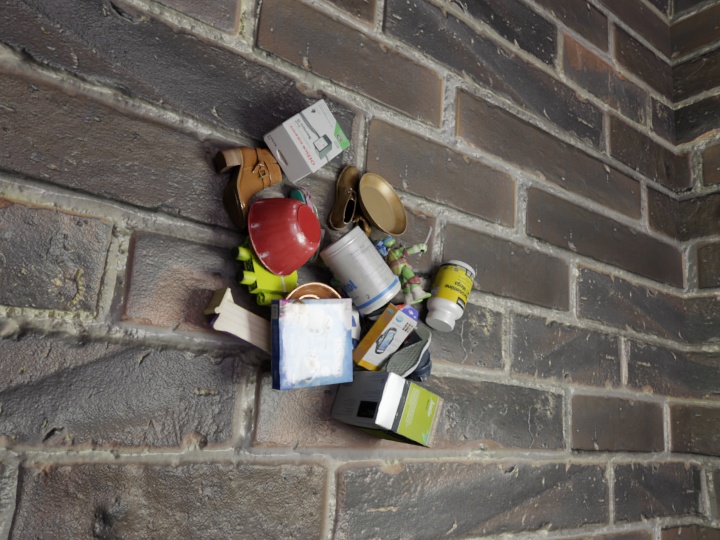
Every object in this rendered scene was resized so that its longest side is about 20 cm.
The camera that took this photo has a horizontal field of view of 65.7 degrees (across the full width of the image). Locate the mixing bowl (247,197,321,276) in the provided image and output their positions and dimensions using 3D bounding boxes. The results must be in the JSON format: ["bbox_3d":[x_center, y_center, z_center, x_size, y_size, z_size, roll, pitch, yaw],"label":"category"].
[{"bbox_3d":[-0.166,-0.095,1.340,0.200,0.108,0.201,41,40,-47],"label":"mixing bowl"}]

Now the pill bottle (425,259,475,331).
[{"bbox_3d":[0.267,0.077,1.685,0.112,0.112,0.200,35,63,-26],"label":"pill bottle"}]

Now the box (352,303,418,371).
[{"bbox_3d":[0.070,0.172,1.474,0.200,0.041,0.119,-54,144,0],"label":"box"}]

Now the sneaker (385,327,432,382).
[{"bbox_3d":[0.136,0.273,1.537,0.202,0.077,0.147,-41,140,-42],"label":"sneaker"}]

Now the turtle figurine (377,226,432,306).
[{"bbox_3d":[0.148,-0.013,1.538,0.200,0.144,0.195,-5,73,-54],"label":"turtle figurine"}]

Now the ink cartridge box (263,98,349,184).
[{"bbox_3d":[-0.136,-0.337,1.453,0.146,0.084,0.200,57,42,-15],"label":"ink cartridge box"}]

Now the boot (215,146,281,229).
[{"bbox_3d":[-0.261,-0.210,1.378,0.154,0.074,0.201,-16,97,-43],"label":"boot"}]

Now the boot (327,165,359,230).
[{"bbox_3d":[-0.030,-0.207,1.541,0.073,0.075,0.201,25,67,-28],"label":"boot"}]

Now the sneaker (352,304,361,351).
[{"bbox_3d":[-0.069,0.132,1.461,0.199,0.080,0.115,33,61,-35],"label":"sneaker"}]

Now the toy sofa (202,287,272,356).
[{"bbox_3d":[-0.265,0.126,1.308,0.200,0.083,0.098,31,69,-28],"label":"toy sofa"}]

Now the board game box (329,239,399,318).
[{"bbox_3d":[0.021,0.023,1.563,0.200,0.034,0.136,-42,106,-33],"label":"board game box"}]

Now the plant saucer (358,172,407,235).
[{"bbox_3d":[0.056,-0.182,1.586,0.200,0.035,0.201,31,44,-35],"label":"plant saucer"}]

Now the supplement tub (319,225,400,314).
[{"bbox_3d":[0.000,0.000,1.448,0.132,0.132,0.200,-40,97,-34],"label":"supplement tub"}]

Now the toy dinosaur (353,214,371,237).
[{"bbox_3d":[0.013,-0.122,1.582,0.106,0.060,0.200,49,44,-31],"label":"toy dinosaur"}]

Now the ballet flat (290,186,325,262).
[{"bbox_3d":[-0.132,-0.123,1.465,0.071,0.069,0.201,-14,90,-56],"label":"ballet flat"}]

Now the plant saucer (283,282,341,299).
[{"bbox_3d":[-0.118,0.129,1.339,0.200,0.037,0.201,3,85,-37],"label":"plant saucer"}]

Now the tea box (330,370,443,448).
[{"bbox_3d":[0.068,0.355,1.439,0.197,0.200,0.134,33,65,-29],"label":"tea box"}]

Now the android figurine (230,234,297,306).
[{"bbox_3d":[-0.225,0.000,1.352,0.200,0.041,0.183,11,58,-55],"label":"android figurine"}]

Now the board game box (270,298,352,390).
[{"bbox_3d":[-0.109,0.165,1.293,0.199,0.043,0.201,1,87,-38],"label":"board game box"}]

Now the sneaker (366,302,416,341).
[{"bbox_3d":[0.095,0.150,1.555,0.201,0.067,0.108,-5,87,-54],"label":"sneaker"}]
